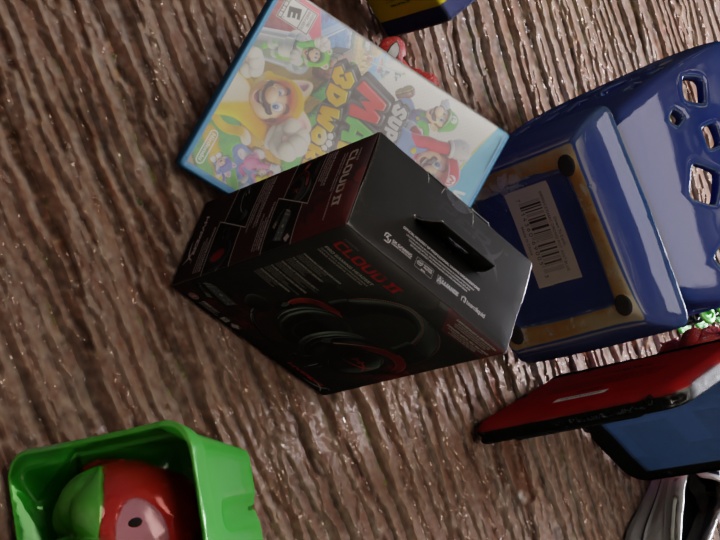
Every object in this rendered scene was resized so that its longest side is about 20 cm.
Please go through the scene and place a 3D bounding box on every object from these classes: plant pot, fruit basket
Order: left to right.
[{"bbox_3d":[-0.148,0.193,0.819,0.215,0.155,0.216,34,49,-51],"label":"fruit basket"},{"bbox_3d":[0.195,-0.042,1.162,0.180,0.200,0.201,-23,93,-39],"label":"plant pot"}]

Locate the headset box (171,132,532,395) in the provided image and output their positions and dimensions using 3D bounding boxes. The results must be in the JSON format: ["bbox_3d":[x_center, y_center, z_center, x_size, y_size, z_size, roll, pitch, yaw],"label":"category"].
[{"bbox_3d":[0.000,0.000,0.960,0.149,0.200,0.075,39,55,-29],"label":"headset box"}]

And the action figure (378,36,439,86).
[{"bbox_3d":[0.025,-0.078,1.098,0.099,0.065,0.201,-2,80,-47],"label":"action figure"}]

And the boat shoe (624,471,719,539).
[{"bbox_3d":[0.288,0.183,1.267,0.074,0.065,0.200,43,53,-25],"label":"boat shoe"}]

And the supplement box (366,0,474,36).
[{"bbox_3d":[0.030,-0.292,1.116,0.109,0.109,0.200,-38,106,-19],"label":"supplement box"}]

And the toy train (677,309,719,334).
[{"bbox_3d":[0.350,0.017,1.392,0.200,0.042,0.057,-10,75,-44],"label":"toy train"}]

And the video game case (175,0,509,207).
[{"bbox_3d":[-0.009,-0.085,1.036,0.200,0.018,0.143,31,84,-20],"label":"video game case"}]

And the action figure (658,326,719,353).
[{"bbox_3d":[0.263,0.085,1.181,0.065,0.200,0.052,31,58,6],"label":"action figure"}]

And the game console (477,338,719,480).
[{"bbox_3d":[0.222,0.127,1.128,0.172,0.200,0.119,-24,93,-44],"label":"game console"}]
